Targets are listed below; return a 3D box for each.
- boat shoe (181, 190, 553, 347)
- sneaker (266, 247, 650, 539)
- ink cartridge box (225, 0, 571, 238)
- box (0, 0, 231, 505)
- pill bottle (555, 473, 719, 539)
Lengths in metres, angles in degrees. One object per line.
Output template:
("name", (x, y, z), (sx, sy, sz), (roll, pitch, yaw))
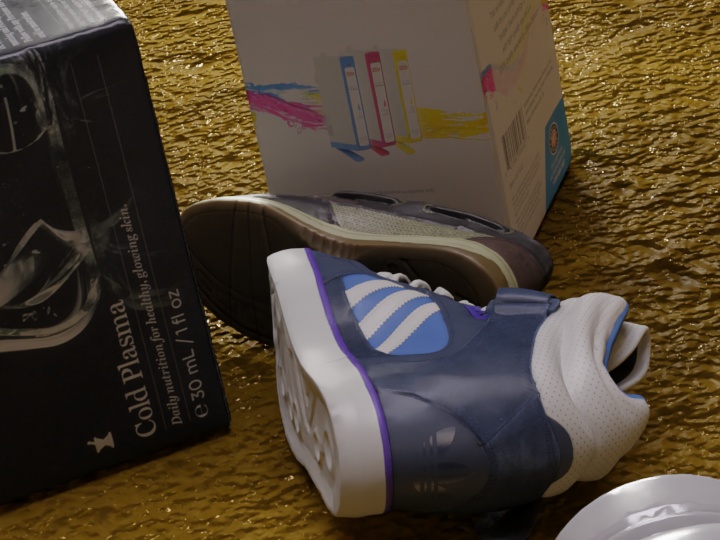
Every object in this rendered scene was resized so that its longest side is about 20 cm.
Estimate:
("boat shoe", (0.000, 0.000, 0.996), (0.200, 0.073, 0.065), (13, 24, 37))
("sneaker", (0.044, 0.039, 0.885), (0.146, 0.081, 0.200), (-8, 21, -9))
("ink cartridge box", (0.020, -0.115, 1.060), (0.125, 0.200, 0.129), (-2, 27, 21))
("box", (-0.182, -0.007, 0.928), (0.196, 0.200, 0.124), (-18, 26, -12))
("pill bottle", (0.105, 0.142, 0.588), (0.112, 0.112, 0.200), (-12, 25, 0))
